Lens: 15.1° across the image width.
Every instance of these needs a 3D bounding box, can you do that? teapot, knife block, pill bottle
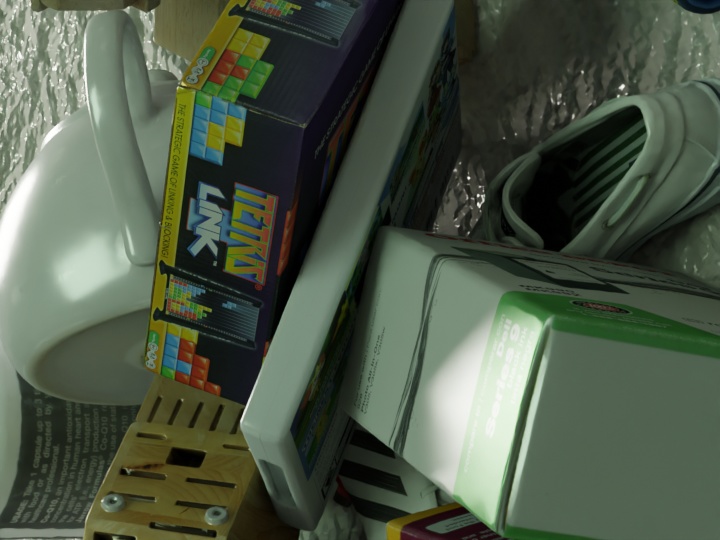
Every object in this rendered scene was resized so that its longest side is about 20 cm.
[{"bbox_3d":[-0.090,-0.029,1.295,0.200,0.197,0.146,-30,63,47],"label":"teapot"},{"bbox_3d":[-0.066,0.130,1.253,0.200,0.064,0.176,-69,-19,-55],"label":"knife block"},{"bbox_3d":[-0.167,0.081,1.386,0.113,0.200,0.113,-7,82,54],"label":"pill bottle"}]

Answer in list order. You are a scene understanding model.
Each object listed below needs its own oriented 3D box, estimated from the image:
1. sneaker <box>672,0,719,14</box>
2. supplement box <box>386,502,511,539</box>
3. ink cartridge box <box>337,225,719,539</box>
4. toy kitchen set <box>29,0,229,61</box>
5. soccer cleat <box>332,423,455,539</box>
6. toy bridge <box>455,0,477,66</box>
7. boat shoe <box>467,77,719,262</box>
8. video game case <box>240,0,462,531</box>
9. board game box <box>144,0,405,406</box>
[{"bbox_3d":[0.121,-0.150,1.109,0.200,0.074,0.082,21,107,55],"label":"sneaker"},{"bbox_3d":[0.112,0.144,1.052,0.200,0.110,0.086,11,110,54],"label":"supplement box"},{"bbox_3d":[0.091,0.046,1.027,0.200,0.146,0.084,-149,70,-70],"label":"ink cartridge box"},{"bbox_3d":[-0.033,-0.157,1.242,0.180,0.163,0.200,29,133,28],"label":"toy kitchen set"},{"bbox_3d":[0.036,0.107,1.211,0.085,0.069,0.200,-64,35,28],"label":"soccer cleat"},{"bbox_3d":[-0.009,-0.088,1.326,0.200,0.027,0.067,-12,80,54],"label":"toy bridge"},{"bbox_3d":[0.084,-0.028,1.155,0.200,0.067,0.074,-43,54,45],"label":"boat shoe"},{"bbox_3d":[0.000,0.000,1.159,0.182,0.022,0.200,80,-149,-73],"label":"video game case"},{"bbox_3d":[-0.022,-0.070,1.127,0.165,0.057,0.200,103,-170,-47],"label":"board game box"}]
